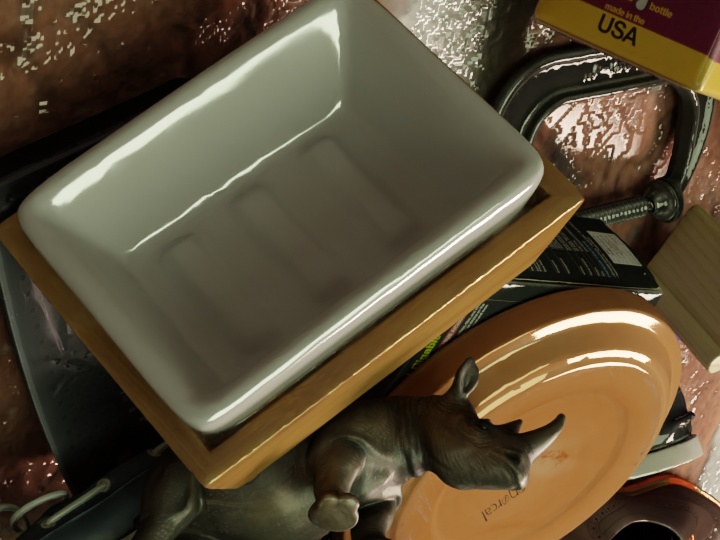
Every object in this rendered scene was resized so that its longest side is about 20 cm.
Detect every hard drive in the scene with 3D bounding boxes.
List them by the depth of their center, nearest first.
[{"bbox_3d":[-0.107,0.012,0.845,0.134,0.042,0.201,-28,132,-23],"label":"hard drive"}]

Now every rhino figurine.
[{"bbox_3d":[-0.007,0.090,0.772,0.199,0.088,0.060,-17,122,3],"label":"rhino figurine"}]

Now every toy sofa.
[{"bbox_3d":[0.256,0.033,1.106,0.199,0.083,0.098,10,123,-45],"label":"toy sofa"}]

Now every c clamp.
[{"bbox_3d":[0.126,-0.051,1.009,0.199,0.027,0.172,-19,121,-29],"label":"c clamp"}]

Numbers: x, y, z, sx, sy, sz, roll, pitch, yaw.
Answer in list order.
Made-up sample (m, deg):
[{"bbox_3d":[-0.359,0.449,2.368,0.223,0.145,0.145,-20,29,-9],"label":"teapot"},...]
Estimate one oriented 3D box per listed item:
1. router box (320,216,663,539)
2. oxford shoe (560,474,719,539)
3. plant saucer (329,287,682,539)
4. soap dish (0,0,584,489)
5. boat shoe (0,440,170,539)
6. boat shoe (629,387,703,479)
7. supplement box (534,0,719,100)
[{"bbox_3d":[0.038,0.060,0.898,0.149,0.062,0.200,4,129,-44],"label":"router box"},{"bbox_3d":[0.192,0.180,1.173,0.199,0.072,0.071,10,110,-42],"label":"oxford shoe"},{"bbox_3d":[0.077,0.092,0.886,0.199,0.032,0.201,-22,142,-18],"label":"plant saucer"},{"bbox_3d":[-0.029,-0.014,0.757,0.200,0.157,0.081,-36,151,-16],"label":"soap dish"},{"bbox_3d":[-0.128,0.133,0.833,0.200,0.062,0.075,-33,134,-18],"label":"boat shoe"},{"bbox_3d":[0.110,0.109,1.070,0.199,0.074,0.061,-14,85,-13],"label":"boat shoe"},{"bbox_3d":[0.189,-0.190,0.884,0.131,0.103,0.201,6,110,-58],"label":"supplement box"}]
